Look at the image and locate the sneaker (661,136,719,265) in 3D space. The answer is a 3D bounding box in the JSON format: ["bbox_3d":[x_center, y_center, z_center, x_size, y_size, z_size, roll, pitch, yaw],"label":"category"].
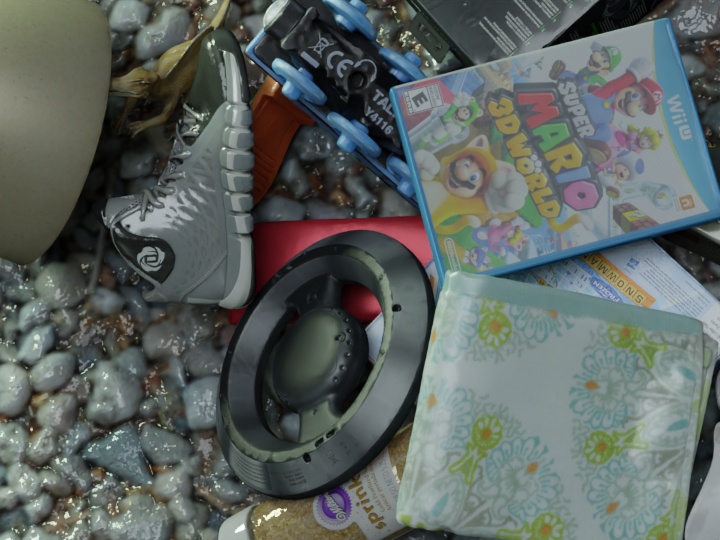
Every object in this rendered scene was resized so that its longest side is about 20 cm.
[{"bbox_3d":[0.245,-0.073,1.637,0.200,0.075,0.106,31,80,10],"label":"sneaker"}]

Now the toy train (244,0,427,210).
[{"bbox_3d":[0.007,-0.119,1.649,0.200,0.114,0.087,39,85,-12],"label":"toy train"}]

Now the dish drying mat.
[{"bbox_3d":[0.000,0.000,1.703,0.199,0.018,0.077,-2,80,13],"label":"dish drying mat"}]

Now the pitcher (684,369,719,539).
[{"bbox_3d":[0.325,0.123,1.543,0.199,0.121,0.172,-5,64,25],"label":"pitcher"}]

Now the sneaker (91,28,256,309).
[{"bbox_3d":[-0.134,-0.068,1.650,0.115,0.075,0.201,-3,99,-7],"label":"sneaker"}]

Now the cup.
[{"bbox_3d":[-0.286,-0.117,1.689,0.143,0.200,0.201,15,76,-26],"label":"cup"}]

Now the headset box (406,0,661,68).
[{"bbox_3d":[0.118,-0.231,1.692,0.200,0.093,0.174,-42,70,1],"label":"headset box"}]

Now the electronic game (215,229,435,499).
[{"bbox_3d":[-0.027,0.064,1.627,0.200,0.042,0.201,-25,49,33],"label":"electronic game"}]

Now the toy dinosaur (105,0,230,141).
[{"bbox_3d":[-0.131,-0.150,1.741,0.058,0.200,0.101,36,128,2],"label":"toy dinosaur"}]

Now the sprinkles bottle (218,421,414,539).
[{"bbox_3d":[-0.002,0.161,1.610,0.200,0.068,0.068,-30,70,21],"label":"sprinkles bottle"}]

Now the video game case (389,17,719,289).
[{"bbox_3d":[0.133,-0.080,1.584,0.199,0.018,0.144,-14,82,-5],"label":"video game case"}]

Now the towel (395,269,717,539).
[{"bbox_3d":[0.132,0.100,1.540,0.199,0.048,0.172,12,84,-16],"label":"towel"}]

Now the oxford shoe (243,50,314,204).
[{"bbox_3d":[-0.096,-0.102,1.738,0.200,0.071,0.073,-48,48,-4],"label":"oxford shoe"}]

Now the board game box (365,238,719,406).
[{"bbox_3d":[0.133,0.048,1.634,0.200,0.041,0.200,-46,74,1],"label":"board game box"}]

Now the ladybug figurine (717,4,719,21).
[{"bbox_3d":[0.344,-0.161,1.619,0.199,0.072,0.136,13,68,16],"label":"ladybug figurine"}]
